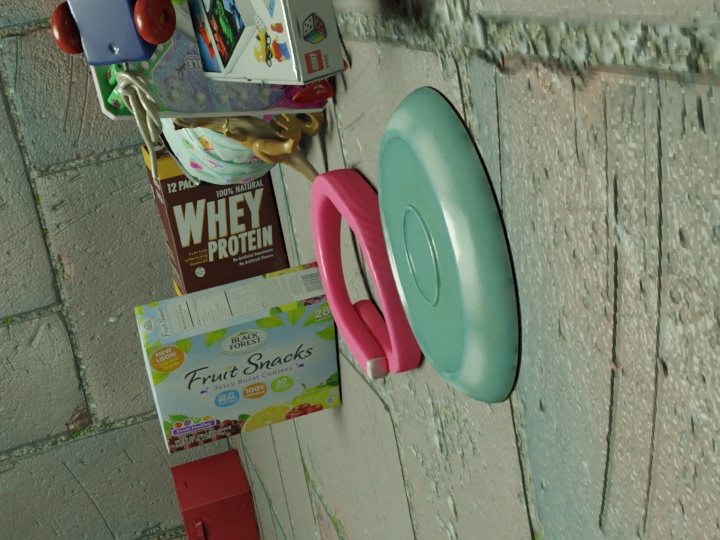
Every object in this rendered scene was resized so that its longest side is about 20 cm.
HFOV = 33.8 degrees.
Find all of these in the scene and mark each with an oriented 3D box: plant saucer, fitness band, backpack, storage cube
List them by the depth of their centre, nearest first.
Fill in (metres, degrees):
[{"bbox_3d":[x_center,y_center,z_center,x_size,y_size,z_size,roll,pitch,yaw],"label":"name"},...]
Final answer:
[{"bbox_3d":[0.048,-0.012,0.745,0.200,0.027,0.204,165,91,-78],"label":"plant saucer"},{"bbox_3d":[0.000,0.000,0.955,0.200,0.037,0.146,-127,26,-60],"label":"fitness band"},{"bbox_3d":[-0.142,-0.184,1.137,0.203,0.165,0.127,67,162,10],"label":"backpack"},{"bbox_3d":[-0.368,0.587,2.996,0.201,0.177,0.174,-122,21,-57],"label":"storage cube"}]

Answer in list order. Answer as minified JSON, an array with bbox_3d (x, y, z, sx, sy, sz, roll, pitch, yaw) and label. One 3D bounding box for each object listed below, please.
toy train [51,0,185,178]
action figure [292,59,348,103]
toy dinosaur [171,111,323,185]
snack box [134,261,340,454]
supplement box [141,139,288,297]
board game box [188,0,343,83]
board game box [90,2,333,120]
[{"bbox_3d":[-0.145,-0.179,0.802,0.116,0.083,0.203,-54,-44,-52],"label":"toy train"},{"bbox_3d":[-0.062,-0.235,0.941,0.066,0.051,0.203,120,138,-62],"label":"action figure"},{"bbox_3d":[-0.072,-0.112,1.056,0.106,0.198,0.061,-26,42,48],"label":"toy dinosaur"},{"bbox_3d":[-0.126,0.093,1.253,0.068,0.197,0.171,-118,18,-44],"label":"snack box"},{"bbox_3d":[-0.183,-0.066,1.496,0.197,0.131,0.204,-142,39,-71],"label":"supplement box"},{"bbox_3d":[-0.074,-0.216,0.707,0.126,0.034,0.204,16,122,55],"label":"board game box"},{"bbox_3d":[-0.132,-0.219,0.951,0.026,0.197,0.203,-39,63,52],"label":"board game box"}]
